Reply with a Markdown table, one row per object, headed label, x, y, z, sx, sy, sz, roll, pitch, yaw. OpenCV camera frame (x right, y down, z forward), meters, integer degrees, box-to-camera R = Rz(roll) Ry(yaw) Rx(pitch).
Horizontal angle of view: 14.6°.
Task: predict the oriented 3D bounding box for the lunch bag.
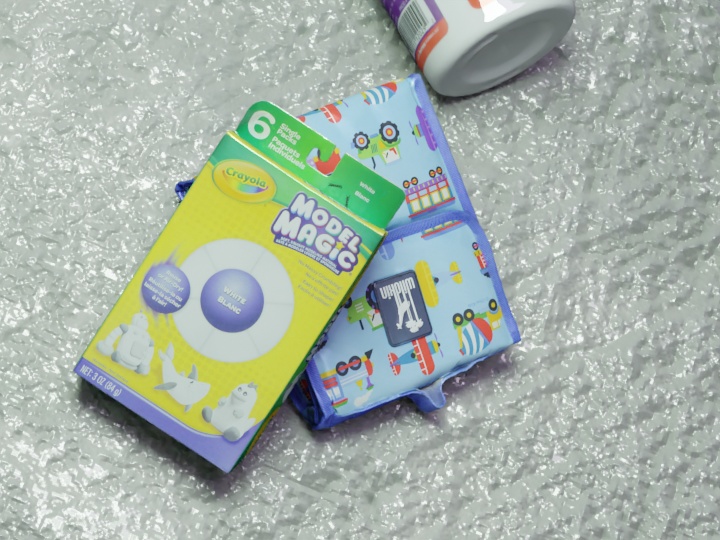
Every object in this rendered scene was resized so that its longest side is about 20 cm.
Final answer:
| label | x | y | z | sx | sy | sz | roll | pitch | yaw |
| --- | --- | --- | --- | --- | --- | --- | --- | --- | --- |
| lunch bag | 0.000 | 0.000 | 1.772 | 0.150 | 0.094 | 0.200 | -23 | 84 | -28 |

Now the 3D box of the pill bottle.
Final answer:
| label | x | y | z | sx | sy | sz | roll | pitch | yaw |
| --- | --- | --- | --- | --- | --- | --- | --- | --- | --- |
| pill bottle | 0.051 | -0.227 | 1.885 | 0.111 | 0.111 | 0.200 | -20 | 71 | -27 |

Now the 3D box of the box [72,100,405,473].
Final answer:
| label | x | y | z | sx | sy | sz | roll | pitch | yaw |
| --- | --- | --- | --- | --- | --- | --- | --- | --- | --- |
| box | -0.070 | 0.007 | 1.689 | 0.117 | 0.048 | 0.200 | 33 | 93 | 0 |
